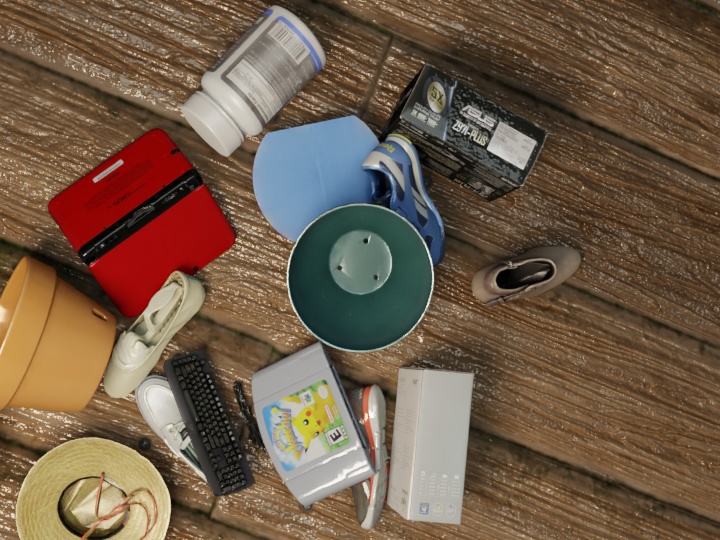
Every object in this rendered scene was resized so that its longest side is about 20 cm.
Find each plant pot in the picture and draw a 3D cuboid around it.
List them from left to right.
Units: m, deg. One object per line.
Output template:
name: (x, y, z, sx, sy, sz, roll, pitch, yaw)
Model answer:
plant pot: (-0.412, 0.100, 1.378, 0.139, 0.200, 0.202, 24, 82, -23)
plant pot: (0.000, 0.000, 1.465, 0.197, 0.135, 0.203, 0, 100, 0)

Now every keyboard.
keyboard: (-0.190, 0.205, 1.450, 0.126, 0.021, 0.202, -11, 75, -51)

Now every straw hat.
straw hat: (-0.359, 0.318, 1.416, 0.198, 0.085, 0.204, 0, 89, -15)

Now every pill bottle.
pill bottle: (-0.152, -0.265, 1.480, 0.114, 0.114, 0.200, 44, 81, -4)

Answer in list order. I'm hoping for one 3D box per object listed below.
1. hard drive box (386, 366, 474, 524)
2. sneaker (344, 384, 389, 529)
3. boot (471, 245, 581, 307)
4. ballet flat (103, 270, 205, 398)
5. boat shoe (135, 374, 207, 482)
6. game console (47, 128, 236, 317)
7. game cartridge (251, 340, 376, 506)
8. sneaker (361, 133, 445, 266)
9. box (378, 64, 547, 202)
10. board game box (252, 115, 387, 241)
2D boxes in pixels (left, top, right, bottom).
hard drive box: (0.094, 0.239, 1.464, 0.076, 0.156, 0.203, 6, 85, -9)
sneaker: (-0.006, 0.265, 1.499, 0.081, 0.077, 0.203, -2, 82, 13)
boot: (0.251, 0.003, 1.512, 0.198, 0.146, 0.071, -21, 87, -11)
ballet flat: (-0.295, 0.084, 1.450, 0.069, 0.069, 0.201, 38, 79, -5)
boat shoe: (-0.234, 0.223, 1.453, 0.200, 0.067, 0.074, 45, 80, -4)
game console: (-0.309, -0.069, 1.487, 0.199, 0.119, 0.173, -37, 61, -11)
game cartridge: (-0.073, 0.217, 1.464, 0.132, 0.040, 0.202, -27, 77, 13)
sneaker: (0.058, -0.089, 1.502, 0.082, 0.073, 0.202, -34, 109, -35)
box: (0.143, -0.191, 1.500, 0.198, 0.164, 0.087, 28, 82, -6)
board game box: (-0.059, -0.133, 1.525, 0.197, 0.039, 0.160, -13, 97, -10)
